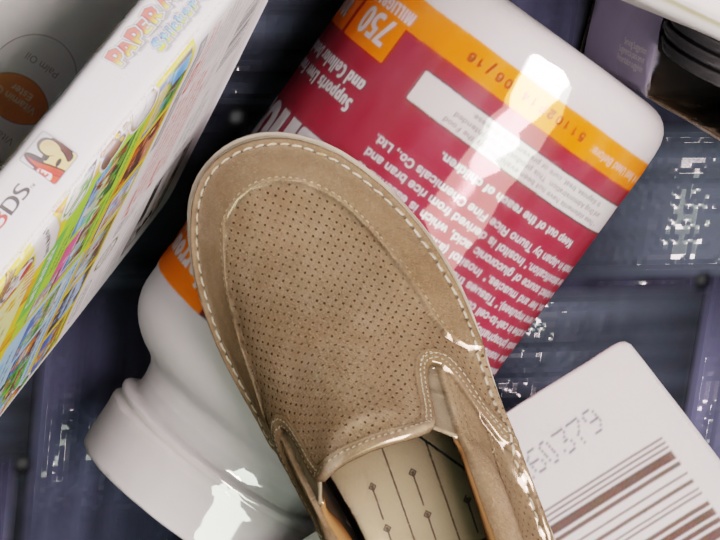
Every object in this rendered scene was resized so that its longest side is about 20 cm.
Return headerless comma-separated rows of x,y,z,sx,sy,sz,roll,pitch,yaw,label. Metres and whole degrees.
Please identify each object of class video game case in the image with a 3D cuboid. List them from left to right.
-0.089,-0.010,0.870,0.023,0.200,0.182,35,58,1,video game case

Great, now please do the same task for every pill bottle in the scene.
0.000,0.000,0.981,0.113,0.113,0.200,33,96,-29,pill bottle

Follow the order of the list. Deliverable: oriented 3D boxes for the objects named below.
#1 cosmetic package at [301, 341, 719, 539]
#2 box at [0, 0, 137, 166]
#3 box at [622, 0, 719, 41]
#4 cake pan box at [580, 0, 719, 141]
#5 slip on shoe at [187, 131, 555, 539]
0.072,0.163,1.003,0.165,0.165,0.200,-31,152,-8,cosmetic package
-0.173,-0.046,0.901,0.124,0.097,0.200,35,95,-30,box
0.047,-0.201,0.875,0.199,0.171,0.200,21,97,-28,box
0.194,-0.057,0.997,0.199,0.184,0.053,6,104,-23,cake pan box
0.005,0.047,0.890,0.076,0.061,0.201,-24,82,8,slip on shoe
